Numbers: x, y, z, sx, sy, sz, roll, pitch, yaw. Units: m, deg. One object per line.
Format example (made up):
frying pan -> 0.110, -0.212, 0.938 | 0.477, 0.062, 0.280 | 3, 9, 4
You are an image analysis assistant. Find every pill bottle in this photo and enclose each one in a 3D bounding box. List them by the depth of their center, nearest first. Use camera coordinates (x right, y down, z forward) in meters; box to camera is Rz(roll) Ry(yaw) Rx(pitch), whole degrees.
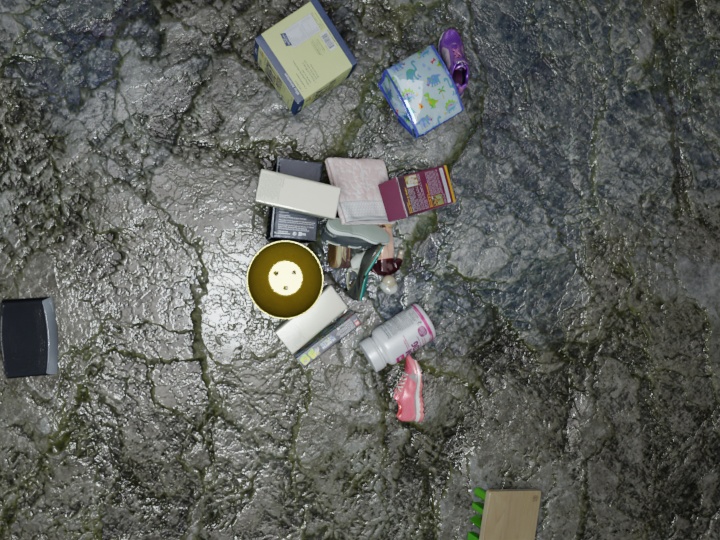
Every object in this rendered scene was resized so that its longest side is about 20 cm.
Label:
pill bottle -> 0.103, 0.191, 1.676 | 0.199, 0.113, 0.114 | -32, 97, -8

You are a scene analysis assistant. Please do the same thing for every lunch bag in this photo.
lunch bag -> 0.172, -0.492, 1.673 | 0.169, 0.127, 0.201 | -32, 87, -9

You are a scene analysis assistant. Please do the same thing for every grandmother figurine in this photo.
grandmother figurine -> 0.068, -0.031, 1.695 | 0.119, 0.061, 0.203 | -9, 90, -2

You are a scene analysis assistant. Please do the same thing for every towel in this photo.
towel -> 0.007, -0.219, 1.632 | 0.198, 0.032, 0.194 | -6, 76, -39

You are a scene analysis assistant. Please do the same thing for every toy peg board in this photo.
toy peg board -> 0.416, 0.736, 1.770 | 0.197, 0.098, 0.203 | 9, 90, -27

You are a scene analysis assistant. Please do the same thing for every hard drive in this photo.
hard drive -> -0.849, 0.173, 1.523 | 0.133, 0.042, 0.203 | -3, 91, -11

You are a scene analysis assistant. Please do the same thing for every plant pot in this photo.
plant pot -> -0.201, 0.022, 1.595 | 0.197, 0.142, 0.203 | 0, 91, -7

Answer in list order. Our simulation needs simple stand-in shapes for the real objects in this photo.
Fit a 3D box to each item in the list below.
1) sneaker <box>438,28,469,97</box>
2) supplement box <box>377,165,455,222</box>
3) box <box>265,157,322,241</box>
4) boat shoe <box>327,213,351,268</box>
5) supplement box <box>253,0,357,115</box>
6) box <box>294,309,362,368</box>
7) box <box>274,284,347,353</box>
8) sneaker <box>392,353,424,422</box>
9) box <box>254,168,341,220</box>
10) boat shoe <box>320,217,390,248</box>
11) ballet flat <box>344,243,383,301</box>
sneaker -> 0.275, -0.596, 1.711 | 0.079, 0.088, 0.203 | -5, 91, -10
supplement box -> 0.158, -0.214, 1.657 | 0.198, 0.085, 0.112 | -19, 95, -36
box -> -0.177, -0.177, 1.571 | 0.122, 0.200, 0.200 | 3, 91, -12
boat shoe -> -0.043, -0.105, 1.671 | 0.071, 0.072, 0.203 | 6, 87, -28
supplement box -> -0.151, -0.568, 1.603 | 0.199, 0.134, 0.201 | -36, 97, -9
box -> -0.091, 0.186, 1.639 | 0.199, 0.110, 0.035 | -37, 97, -9
box -> -0.138, 0.132, 1.643 | 0.199, 0.068, 0.083 | -39, 98, -9
sneaker -> 0.133, 0.337, 1.705 | 0.085, 0.074, 0.203 | -5, 92, -10
box -> -0.152, -0.181, 1.439 | 0.197, 0.068, 0.083 | 13, 89, -12
boat shoe -> -0.013, -0.093, 1.619 | 0.198, 0.061, 0.076 | 14, 44, -26
ballet flat -> 0.000, 0.000, 1.638 | 0.068, 0.068, 0.202 | 26, 124, 6
